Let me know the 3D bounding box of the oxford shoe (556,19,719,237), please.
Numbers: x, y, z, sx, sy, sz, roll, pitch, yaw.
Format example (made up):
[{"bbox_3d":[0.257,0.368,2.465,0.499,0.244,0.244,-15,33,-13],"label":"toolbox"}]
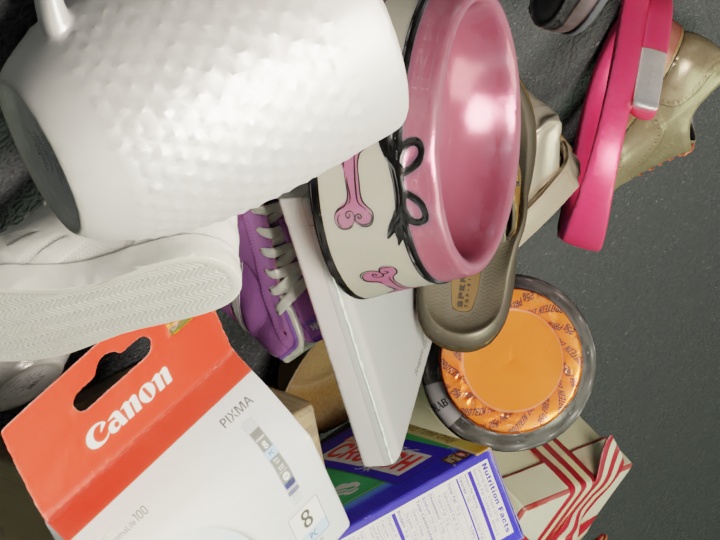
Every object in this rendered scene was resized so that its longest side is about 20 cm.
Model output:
[{"bbox_3d":[0.209,-0.092,1.811,0.071,0.074,0.201,-77,-167,-52],"label":"oxford shoe"}]

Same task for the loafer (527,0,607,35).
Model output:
[{"bbox_3d":[0.135,-0.234,1.490,0.063,0.072,0.201,-3,131,-31],"label":"loafer"}]

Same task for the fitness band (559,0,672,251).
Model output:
[{"bbox_3d":[0.173,-0.107,1.671,0.144,0.037,0.201,109,-3,-50],"label":"fitness band"}]

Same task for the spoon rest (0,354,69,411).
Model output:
[{"bbox_3d":[-0.177,0.017,1.405,0.200,0.061,0.099,-39,160,23],"label":"spoon rest"}]

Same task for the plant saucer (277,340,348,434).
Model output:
[{"bbox_3d":[0.007,0.038,1.765,0.200,0.035,0.201,-37,158,-18],"label":"plant saucer"}]

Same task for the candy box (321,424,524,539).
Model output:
[{"bbox_3d":[-0.018,0.182,1.658,0.199,0.078,0.169,-26,-164,-25],"label":"candy box"}]

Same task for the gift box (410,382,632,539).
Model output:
[{"bbox_3d":[0.097,0.175,1.966,0.184,0.187,0.201,-19,148,-47],"label":"gift box"}]

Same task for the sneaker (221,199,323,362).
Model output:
[{"bbox_3d":[-0.043,-0.021,1.476,0.072,0.114,0.201,-32,154,-23],"label":"sneaker"}]

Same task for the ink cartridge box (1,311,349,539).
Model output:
[{"bbox_3d":[-0.101,0.122,1.397,0.160,0.047,0.201,-42,128,-28],"label":"ink cartridge box"}]

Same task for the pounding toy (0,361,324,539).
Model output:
[{"bbox_3d":[-0.128,0.150,1.552,0.183,0.199,0.143,-27,118,-36],"label":"pounding toy"}]

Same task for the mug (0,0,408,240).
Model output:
[{"bbox_3d":[-0.093,-0.117,1.210,0.175,0.148,0.201,-29,124,-16],"label":"mug"}]

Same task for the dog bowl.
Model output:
[{"bbox_3d":[0.037,-0.082,1.415,0.200,0.073,0.202,3,90,-69],"label":"dog bowl"}]

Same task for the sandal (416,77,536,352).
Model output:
[{"bbox_3d":[0.066,-0.051,1.532,0.055,0.081,0.202,58,38,-74],"label":"sandal"}]

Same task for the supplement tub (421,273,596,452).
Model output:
[{"bbox_3d":[0.102,0.066,1.709,0.122,0.123,0.200,-44,176,-1],"label":"supplement tub"}]

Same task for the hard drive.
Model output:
[{"bbox_3d":[0.000,0.000,1.478,0.132,0.026,0.201,-71,151,-51],"label":"hard drive"}]

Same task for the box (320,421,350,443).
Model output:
[{"bbox_3d":[-0.059,0.212,1.813,0.199,0.107,0.148,-34,176,-24],"label":"box"}]

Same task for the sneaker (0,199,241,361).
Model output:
[{"bbox_3d":[-0.158,-0.022,1.323,0.198,0.116,0.074,-10,145,13],"label":"sneaker"}]

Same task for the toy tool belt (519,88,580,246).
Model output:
[{"bbox_3d":[0.059,-0.031,1.626,0.200,0.125,0.123,-43,150,-2],"label":"toy tool belt"}]
